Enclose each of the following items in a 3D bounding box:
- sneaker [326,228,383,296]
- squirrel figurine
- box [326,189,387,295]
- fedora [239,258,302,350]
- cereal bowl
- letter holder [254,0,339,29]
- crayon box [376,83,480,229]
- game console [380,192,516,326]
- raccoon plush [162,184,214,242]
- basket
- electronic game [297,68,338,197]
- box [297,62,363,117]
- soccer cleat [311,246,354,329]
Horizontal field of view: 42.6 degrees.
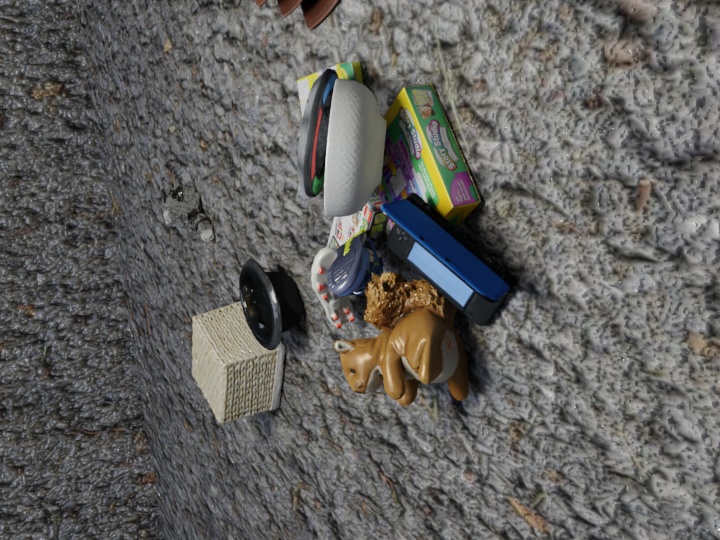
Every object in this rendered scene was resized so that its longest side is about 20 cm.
[{"bbox_3d":[0.000,0.000,1.491,0.073,0.201,0.083,-32,103,19],"label":"sneaker"},{"bbox_3d":[0.056,0.106,1.430,0.184,0.141,0.205,-8,76,31],"label":"squirrel figurine"},{"bbox_3d":[-0.008,-0.066,1.635,0.111,0.034,0.202,57,146,34],"label":"box"},{"bbox_3d":[-0.182,0.065,1.951,0.200,0.090,0.205,33,129,53],"label":"fedora"},{"bbox_3d":[-0.006,-0.179,1.376,0.200,0.081,0.205,-174,90,-90],"label":"cereal bowl"},{"bbox_3d":[-0.105,-0.505,1.573,0.199,0.099,0.145,-29,78,61],"label":"letter holder"},{"bbox_3d":[0.087,-0.147,1.401,0.173,0.057,0.203,-47,59,56],"label":"crayon box"},{"bbox_3d":[0.106,-0.002,1.291,0.199,0.118,0.172,41,142,12],"label":"game console"},{"bbox_3d":[-0.453,-0.121,2.393,0.202,0.095,0.135,64,157,24],"label":"raccoon plush"},{"bbox_3d":[-0.287,0.210,2.138,0.199,0.158,0.203,48,142,41],"label":"basket"},{"bbox_3d":[-0.062,-0.217,1.467,0.200,0.041,0.204,11,-90,-84],"label":"electronic game"},{"bbox_3d":[-0.044,-0.290,1.600,0.199,0.048,0.120,5,105,64],"label":"box"},{"bbox_3d":[-0.056,0.022,1.631,0.202,0.068,0.078,78,165,-50],"label":"soccer cleat"}]
